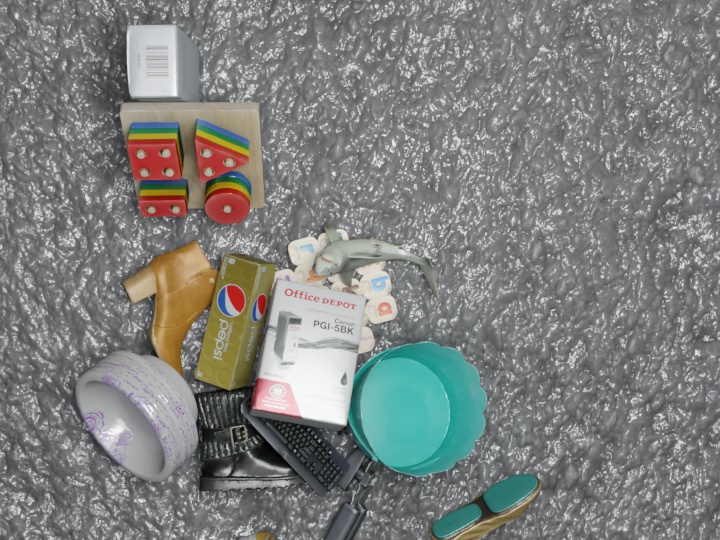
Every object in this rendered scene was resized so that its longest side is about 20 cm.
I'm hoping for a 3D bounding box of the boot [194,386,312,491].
[{"bbox_3d":[-0.158,0.262,1.531,0.209,0.079,0.160,1,81,-17],"label":"boot"}]

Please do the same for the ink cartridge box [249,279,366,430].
[{"bbox_3d":[-0.079,0.128,1.471,0.145,0.083,0.202,11,74,-7],"label":"ink cartridge box"}]

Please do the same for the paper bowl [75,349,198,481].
[{"bbox_3d":[-0.327,0.211,1.476,0.201,0.200,0.104,52,48,-5],"label":"paper bowl"}]

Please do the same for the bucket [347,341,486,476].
[{"bbox_3d":[0.077,0.212,1.485,0.205,0.135,0.210,3,78,-15],"label":"bucket"}]

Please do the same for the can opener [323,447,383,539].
[{"bbox_3d":[-0.026,0.383,1.570,0.067,0.053,0.201,30,94,27],"label":"can opener"}]

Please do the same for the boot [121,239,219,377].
[{"bbox_3d":[-0.269,0.067,1.517,0.143,0.071,0.203,-26,110,-15],"label":"boot"}]

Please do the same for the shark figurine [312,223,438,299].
[{"bbox_3d":[0.013,-0.006,1.516,0.212,0.128,0.090,2,121,-20],"label":"shark figurine"}]

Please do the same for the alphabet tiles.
[{"bbox_3d":[-0.046,0.041,1.549,0.193,0.015,0.202,-15,95,-1],"label":"alphabet tiles"}]

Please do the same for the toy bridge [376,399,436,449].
[{"bbox_3d":[0.024,0.237,1.563,0.199,0.027,0.068,34,93,-6],"label":"toy bridge"}]

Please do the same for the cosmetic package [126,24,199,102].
[{"bbox_3d":[-0.283,-0.292,1.416,0.073,0.200,0.103,0,93,-2],"label":"cosmetic package"}]

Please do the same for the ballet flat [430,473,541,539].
[{"bbox_3d":[0.207,0.395,1.577,0.198,0.069,0.063,-27,124,2],"label":"ballet flat"}]

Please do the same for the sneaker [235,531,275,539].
[{"bbox_3d":[-0.161,0.520,1.564,0.087,0.076,0.202,-14,92,14],"label":"sneaker"}]

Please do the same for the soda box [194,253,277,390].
[{"bbox_3d":[-0.192,0.079,1.508,0.067,0.064,0.202,16,97,20],"label":"soda box"}]

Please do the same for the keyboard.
[{"bbox_3d":[-0.088,0.243,1.522,0.200,0.021,0.127,48,50,-9],"label":"keyboard"}]

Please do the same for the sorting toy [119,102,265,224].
[{"bbox_3d":[-0.243,-0.148,1.435,0.196,0.201,0.070,-1,50,-3],"label":"sorting toy"}]
